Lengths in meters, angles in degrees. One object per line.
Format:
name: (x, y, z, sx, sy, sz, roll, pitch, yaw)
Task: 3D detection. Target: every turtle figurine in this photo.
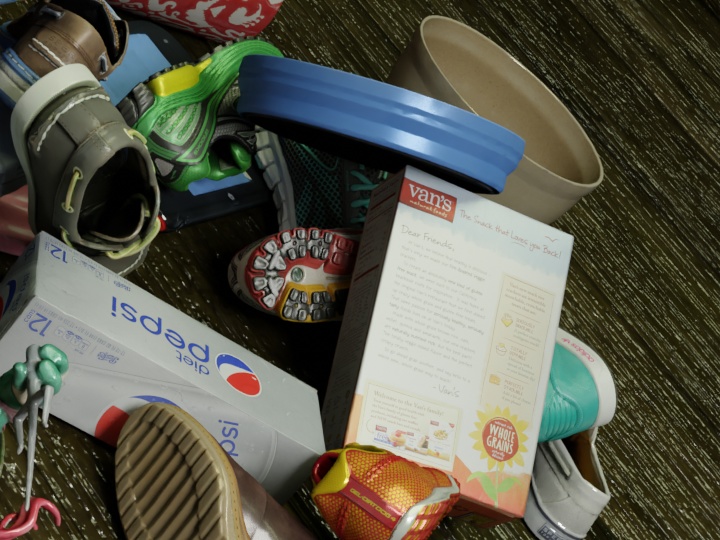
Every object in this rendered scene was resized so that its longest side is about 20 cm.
turtle figurine: (-0.209, 0.065, 0.836, 0.148, 0.101, 0.201, -12, 43, -11)

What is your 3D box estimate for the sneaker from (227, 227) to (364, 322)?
sneaker: (0.000, 0.000, 1.235, 0.198, 0.079, 0.082, 6, -2, -30)

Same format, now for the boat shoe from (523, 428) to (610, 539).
boat shoe: (0.148, 0.118, 1.325, 0.071, 0.070, 0.201, 33, 26, -19)

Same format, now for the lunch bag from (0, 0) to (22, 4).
lunch bag: (-0.246, -0.173, 0.979, 0.199, 0.150, 0.095, -32, 118, -35)

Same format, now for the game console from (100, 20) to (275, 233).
game console: (-0.147, -0.109, 1.300, 0.177, 0.031, 0.200, 47, 25, 10)

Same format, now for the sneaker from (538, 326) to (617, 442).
sneaker: (0.076, 0.073, 1.283, 0.120, 0.084, 0.199, -14, 25, -31)

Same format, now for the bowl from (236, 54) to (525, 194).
bowl: (0.011, -0.095, 1.198, 0.199, 0.040, 0.201, 17, -1, 0)

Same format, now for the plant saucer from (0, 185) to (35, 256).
plant saucer: (-0.233, -0.095, 1.119, 0.200, 0.051, 0.201, 35, 25, -19)

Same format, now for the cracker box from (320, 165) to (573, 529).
cracker box: (0.055, 0.050, 1.162, 0.133, 0.058, 0.202, 22, 67, -19)

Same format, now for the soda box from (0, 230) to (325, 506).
soda box: (-0.116, 0.064, 1.015, 0.199, 0.064, 0.068, 32, 24, -24)

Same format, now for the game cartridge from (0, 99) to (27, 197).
game cartridge: (-0.281, -0.076, 0.970, 0.133, 0.041, 0.199, 51, 42, 11)

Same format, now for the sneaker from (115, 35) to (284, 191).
sneaker: (-0.104, -0.105, 1.267, 0.086, 0.078, 0.200, 55, 33, -2)

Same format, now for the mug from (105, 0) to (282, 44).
mug: (-0.166, -0.276, 1.431, 0.199, 0.133, 0.178, 17, 36, -50)

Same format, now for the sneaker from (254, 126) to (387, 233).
sneaker: (-0.014, -0.054, 1.313, 0.077, 0.091, 0.201, 15, 47, -53)

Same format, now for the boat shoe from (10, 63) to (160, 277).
boat shoe: (-0.149, -0.039, 1.018, 0.060, 0.072, 0.202, 47, -16, 20)

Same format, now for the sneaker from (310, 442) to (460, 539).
sneaker: (0.012, 0.128, 1.023, 0.077, 0.073, 0.200, 37, -9, 9)

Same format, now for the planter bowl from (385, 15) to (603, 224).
planter bowl: (0.088, -0.096, 1.510, 0.199, 0.135, 0.201, 33, 26, -18)

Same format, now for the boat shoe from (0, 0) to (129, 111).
boat shoe: (-0.174, -0.131, 1.069, 0.072, 0.072, 0.200, 43, 5, -19)

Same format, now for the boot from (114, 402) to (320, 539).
boot: (-0.043, 0.166, 0.984, 0.201, 0.072, 0.166, 54, 14, 28)
